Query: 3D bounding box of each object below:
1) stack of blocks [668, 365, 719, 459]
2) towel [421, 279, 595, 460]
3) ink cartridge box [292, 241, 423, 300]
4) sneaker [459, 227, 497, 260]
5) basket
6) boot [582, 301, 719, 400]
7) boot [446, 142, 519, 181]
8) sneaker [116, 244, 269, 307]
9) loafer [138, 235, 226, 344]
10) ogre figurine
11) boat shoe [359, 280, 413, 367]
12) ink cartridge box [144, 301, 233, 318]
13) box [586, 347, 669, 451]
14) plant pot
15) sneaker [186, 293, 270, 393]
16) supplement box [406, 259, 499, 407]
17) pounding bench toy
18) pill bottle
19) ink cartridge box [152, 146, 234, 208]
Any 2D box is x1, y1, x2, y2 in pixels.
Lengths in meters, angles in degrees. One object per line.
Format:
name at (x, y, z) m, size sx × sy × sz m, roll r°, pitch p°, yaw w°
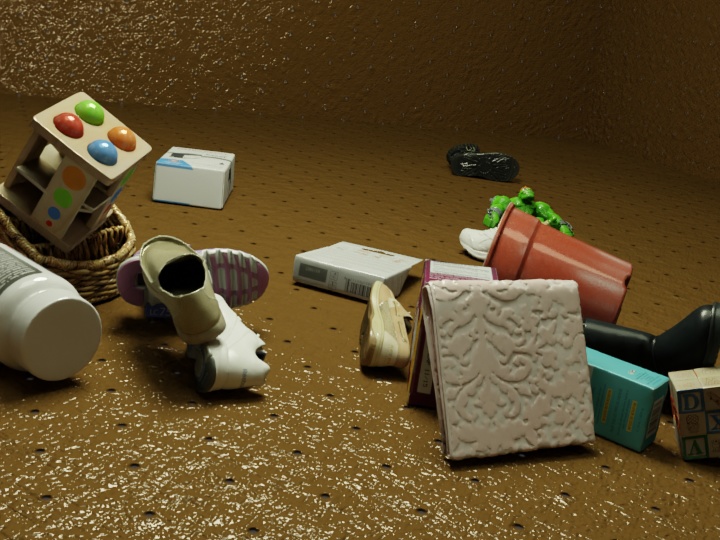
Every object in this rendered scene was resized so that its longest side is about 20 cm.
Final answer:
stack of blocks at (0.461, 0.167, 1.028) m, size 0.198 × 0.116 × 0.059 m, roll -8°, pitch 13°, yaw 11°
towel at (0.166, 0.105, 1.002) m, size 0.198 × 0.193 × 0.032 m, roll 0°, pitch -11°, yaw -25°
ink cartridge box at (0.000, 0.000, 1.508) m, size 0.161 × 0.058 × 0.200 m, roll 14°, pitch 9°, yaw 19°
sneaker at (0.280, -0.061, 1.729) m, size 0.199 × 0.100 × 0.078 m, roll 20°, pitch 20°, yaw 35°
basket at (-0.408, -0.041, 1.259) m, size 0.142 × 0.151 × 0.199 m, roll 16°, pitch 18°, yaw 27°
boot at (0.355, 0.096, 1.135) m, size 0.166 × 0.201 × 0.077 m, roll 14°, pitch 57°, yaw 15°
boot at (0.359, -0.323, 2.666) m, size 0.209 × 0.080 × 0.158 m, roll 8°, pitch 17°, yaw 1°
sneaker at (-0.223, 0.000, 1.207) m, size 0.198 × 0.081 × 0.089 m, roll 1°, pitch 17°, yaw -14°
loafer at (-0.211, 0.006, 1.069) m, size 0.075 × 0.069 × 0.200 m, roll -20°, pitch 39°, yaw -22°
ogre figurine at (0.357, -0.117, 1.975) m, size 0.198 × 0.099 × 0.120 m, roll -8°, pitch 36°, yaw -1°
boat shoe at (0.036, 0.078, 1.226) m, size 0.064 × 0.072 × 0.200 m, roll 13°, pitch 24°, yaw -4°
ink cartridge box at (-0.248, 0.029, 1.290) m, size 0.118 × 0.042 × 0.200 m, roll 4°, pitch 16°, yaw -16°
box at (0.263, 0.138, 1.093) m, size 0.199 × 0.083 × 0.049 m, roll 20°, pitch 21°, yaw 36°
plant pot at (0.274, 0.029, 1.301) m, size 0.194 × 0.203 × 0.201 m, roll 21°, pitch 19°, yaw 13°
sneaker at (-0.163, 0.090, 1.100) m, size 0.086 × 0.075 × 0.200 m, roll 10°, pitch 24°, yaw -20°
supplement box at (0.119, 0.077, 1.143) m, size 0.102 × 0.132 × 0.200 m, roll 8°, pitch 16°, yaw 3°
pounding bench toy at (-0.369, -0.154, 1.234) m, size 0.124 × 0.156 × 0.200 m, roll 38°, pitch 29°, yaw -6°
pill bottle at (-0.392, 0.046, 1.037) m, size 0.199 × 0.115 × 0.113 m, roll 22°, pitch 22°, yaw 39°
ink cartridge box at (-0.350, -0.201, 1.924) m, size 0.143 × 0.085 × 0.200 m, roll 6°, pitch 17°, yaw -3°
